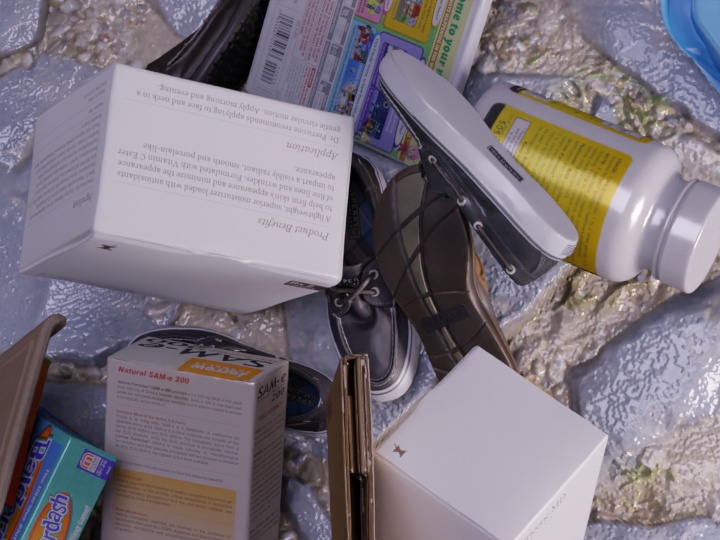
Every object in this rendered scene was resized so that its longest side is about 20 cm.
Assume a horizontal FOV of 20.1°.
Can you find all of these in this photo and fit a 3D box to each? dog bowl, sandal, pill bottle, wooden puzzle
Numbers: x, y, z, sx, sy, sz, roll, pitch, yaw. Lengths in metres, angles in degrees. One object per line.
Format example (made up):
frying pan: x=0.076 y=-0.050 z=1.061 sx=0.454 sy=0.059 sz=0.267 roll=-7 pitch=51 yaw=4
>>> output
dog bowl: x=0.313 y=-0.166 z=1.550 sx=0.111 sy=0.050 sz=0.201 roll=-35 pitch=70 yaw=7
sandal: x=0.071 y=0.012 z=1.557 sx=0.081 sy=0.055 sz=0.201 roll=-21 pitch=103 yaw=25
pill bottle: x=0.174 y=-0.058 z=1.534 sx=0.199 sy=0.111 sz=0.112 roll=24 pitch=85 yaw=22
wooden puzzle: x=-0.299 y=0.147 z=1.594 sx=0.185 sy=0.037 sz=0.201 roll=-33 pitch=33 yaw=47

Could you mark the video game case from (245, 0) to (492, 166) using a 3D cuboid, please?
video game case: x=0.011 y=-0.203 z=1.626 sx=0.181 sy=0.022 sz=0.201 roll=25 pitch=110 yaw=21

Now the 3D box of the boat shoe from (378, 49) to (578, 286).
boat shoe: x=0.074 y=-0.074 z=1.482 sx=0.200 sy=0.069 sz=0.057 roll=49 pitch=114 yaw=10

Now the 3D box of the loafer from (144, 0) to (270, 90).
loafer: x=-0.147 y=-0.161 z=1.678 sx=0.071 sy=0.073 sz=0.201 roll=34 pitch=89 yaw=19

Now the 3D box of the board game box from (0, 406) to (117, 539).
board game box: x=-0.269 y=0.186 z=1.584 sx=0.153 sy=0.045 sz=0.200 roll=-64 pitch=25 yaw=-5

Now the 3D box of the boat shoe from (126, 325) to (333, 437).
boat shoe: x=-0.106 y=0.086 z=1.611 sx=0.199 sy=0.066 sz=0.070 roll=18 pitch=82 yaw=20

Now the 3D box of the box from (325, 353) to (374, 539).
box: x=-0.007 y=0.156 z=1.419 sx=0.021 sy=0.200 sz=0.165 roll=-2 pitch=78 yaw=-5

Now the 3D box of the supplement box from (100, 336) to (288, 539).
supplement box: x=-0.128 y=0.162 z=1.560 sx=0.125 sy=0.073 sz=0.201 roll=9 pitch=104 yaw=19

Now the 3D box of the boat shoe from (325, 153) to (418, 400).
boat shoe: x=0.000 y=0.000 z=1.590 sx=0.069 sy=0.066 sz=0.201 roll=-9 pitch=75 yaw=16

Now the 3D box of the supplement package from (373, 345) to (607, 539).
supplement package: x=0.084 y=0.177 z=1.443 sx=0.119 sy=0.201 sz=0.121 roll=34 pitch=58 yaw=22

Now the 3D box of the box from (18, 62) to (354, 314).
box: x=-0.135 y=-0.056 z=1.544 sx=0.198 sy=0.200 sz=0.132 roll=11 pitch=77 yaw=-24
